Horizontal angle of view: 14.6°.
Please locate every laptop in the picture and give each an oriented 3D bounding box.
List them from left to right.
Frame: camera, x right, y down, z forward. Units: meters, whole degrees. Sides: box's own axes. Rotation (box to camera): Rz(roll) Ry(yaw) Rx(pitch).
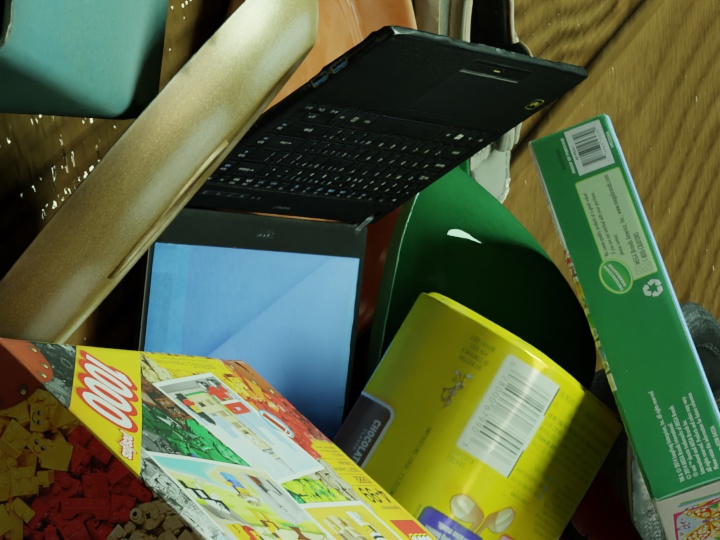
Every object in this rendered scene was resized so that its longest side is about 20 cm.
[{"bbox_3d":[0.000,0.000,1.168,0.177,0.200,0.104,3,57,-61],"label":"laptop"}]

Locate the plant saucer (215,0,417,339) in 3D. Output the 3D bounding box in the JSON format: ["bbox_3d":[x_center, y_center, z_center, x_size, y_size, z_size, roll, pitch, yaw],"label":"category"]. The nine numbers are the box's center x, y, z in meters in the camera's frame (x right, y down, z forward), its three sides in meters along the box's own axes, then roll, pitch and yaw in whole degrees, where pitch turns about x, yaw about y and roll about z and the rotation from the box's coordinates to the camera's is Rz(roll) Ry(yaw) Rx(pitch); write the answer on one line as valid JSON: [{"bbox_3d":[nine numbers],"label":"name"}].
[{"bbox_3d":[-0.021,-0.065,1.279,0.200,0.032,0.202,3,90,-66],"label":"plant saucer"}]

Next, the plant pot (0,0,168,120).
[{"bbox_3d":[-0.134,-0.118,0.895,0.200,0.140,0.142,31,64,-73],"label":"plant pot"}]

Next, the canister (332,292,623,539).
[{"bbox_3d":[0.023,0.123,1.231,0.201,0.086,0.148,-59,151,-4],"label":"canister"}]

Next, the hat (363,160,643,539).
[{"bbox_3d":[0.106,0.042,1.354,0.201,0.175,0.166,89,19,-52],"label":"hat"}]

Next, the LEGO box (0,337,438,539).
[{"bbox_3d":[-0.052,0.102,0.969,0.077,0.149,0.200,-52,161,10],"label":"LEGO box"}]

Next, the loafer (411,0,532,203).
[{"bbox_3d":[0.057,-0.115,1.414,0.072,0.063,0.201,-55,140,-50],"label":"loafer"}]

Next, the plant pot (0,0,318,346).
[{"bbox_3d":[-0.077,-0.029,0.993,0.027,0.200,0.200,41,36,-2],"label":"plant pot"}]

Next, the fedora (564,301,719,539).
[{"bbox_3d":[0.158,0.110,1.627,0.200,0.091,0.202,2,90,-66],"label":"fedora"}]

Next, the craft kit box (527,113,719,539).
[{"bbox_3d":[0.141,0.063,1.298,0.198,0.048,0.201,60,12,-54],"label":"craft kit box"}]
